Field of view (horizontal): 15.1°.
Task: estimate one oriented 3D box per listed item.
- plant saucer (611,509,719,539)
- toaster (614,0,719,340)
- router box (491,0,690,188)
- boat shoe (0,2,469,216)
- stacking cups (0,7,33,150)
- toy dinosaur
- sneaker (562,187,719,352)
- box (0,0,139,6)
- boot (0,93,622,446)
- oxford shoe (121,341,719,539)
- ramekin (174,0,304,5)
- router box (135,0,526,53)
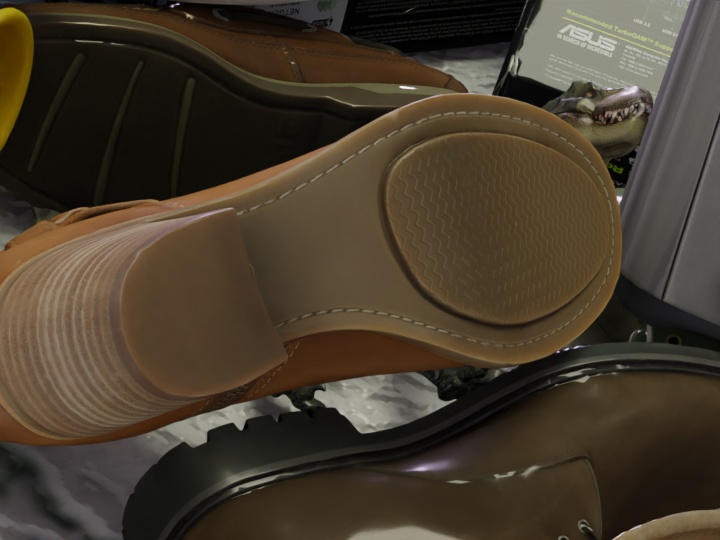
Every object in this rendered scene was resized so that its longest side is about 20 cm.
[{"bbox_3d":[0.080,0.154,0.586,0.199,0.035,0.201,15,66,-38],"label":"plant saucer"},{"bbox_3d":[0.157,-0.059,0.830,0.113,0.130,0.200,23,30,15],"label":"toaster"},{"bbox_3d":[0.161,-0.086,0.998,0.199,0.062,0.150,20,65,3],"label":"router box"},{"bbox_3d":[-0.052,-0.053,0.905,0.199,0.072,0.068,12,26,-28],"label":"boat shoe"},{"bbox_3d":[-0.196,-0.089,0.810,0.199,0.061,0.061,26,32,12],"label":"stacking cups"},{"bbox_3d":[0.000,0.000,0.840,0.199,0.048,0.089,-13,62,5],"label":"toy dinosaur"},{"bbox_3d":[0.118,0.042,0.845,0.090,0.067,0.200,-17,44,-34],"label":"sneaker"},{"bbox_3d":[-0.190,-0.087,0.906,0.137,0.040,0.199,36,36,28],"label":"box"},{"bbox_3d":[-0.037,0.009,0.755,0.199,0.077,0.155,-22,7,-40],"label":"boot"},{"bbox_3d":[0.041,0.076,0.746,0.199,0.073,0.085,-15,46,-25],"label":"oxford shoe"},{"bbox_3d":[-0.054,-0.169,0.935,0.199,0.098,0.201,5,29,-3],"label":"ramekin"},{"bbox_3d":[-0.022,-0.140,1.064,0.199,0.051,0.149,-9,38,-37],"label":"router box"}]
